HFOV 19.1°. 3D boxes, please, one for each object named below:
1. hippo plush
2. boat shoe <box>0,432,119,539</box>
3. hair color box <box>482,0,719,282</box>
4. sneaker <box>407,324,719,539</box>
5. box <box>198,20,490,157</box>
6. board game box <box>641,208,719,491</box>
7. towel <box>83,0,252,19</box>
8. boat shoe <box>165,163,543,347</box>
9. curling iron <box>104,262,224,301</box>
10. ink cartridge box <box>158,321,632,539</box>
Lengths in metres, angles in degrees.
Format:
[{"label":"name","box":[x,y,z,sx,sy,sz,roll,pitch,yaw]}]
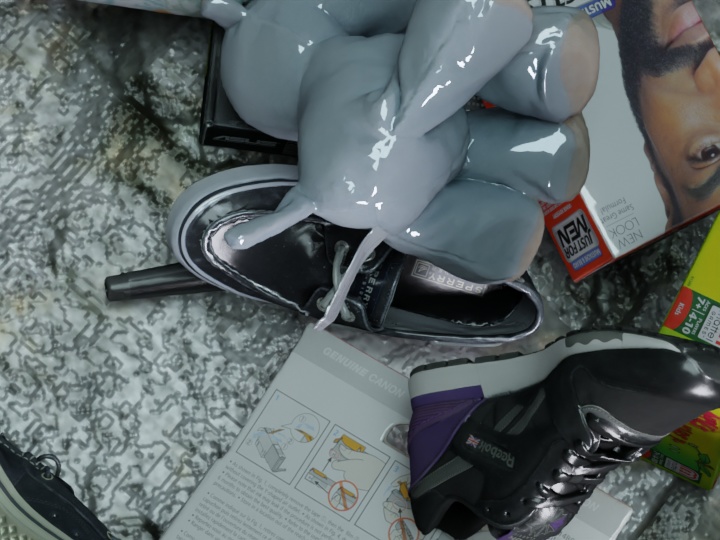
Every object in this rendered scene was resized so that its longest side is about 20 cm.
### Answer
[{"label":"hippo plush","box":[0.009,-0.078,1.054,0.200,0.159,0.161,-46,43,-3]},{"label":"boat shoe","box":[-0.177,0.123,1.052,0.200,0.062,0.075,38,102,23]},{"label":"hair color box","box":[0.121,-0.110,1.119,0.110,0.064,0.201,-26,87,-19]},{"label":"sneaker","box":[0.095,0.083,0.968,0.075,0.199,0.088,17,70,-32]},{"label":"box","box":[0.019,-0.152,1.165,0.198,0.048,0.195,8,74,-7]},{"label":"board game box","box":[0.183,0.032,1.066,0.047,0.200,0.102,26,73,13]},{"label":"towel","box":[-0.117,-0.236,1.136,0.170,0.048,0.202,9,77,16]},{"label":"boat shoe","box":[0.000,0.000,1.092,0.199,0.068,0.072,15,107,-19]},{"label":"curling iron","box":[-0.038,-0.014,1.130,0.198,0.026,0.050,-14,116,-9]},{"label":"ink cartridge box","box":[0.009,0.149,1.056,0.199,0.045,0.177,29,74,21]}]
